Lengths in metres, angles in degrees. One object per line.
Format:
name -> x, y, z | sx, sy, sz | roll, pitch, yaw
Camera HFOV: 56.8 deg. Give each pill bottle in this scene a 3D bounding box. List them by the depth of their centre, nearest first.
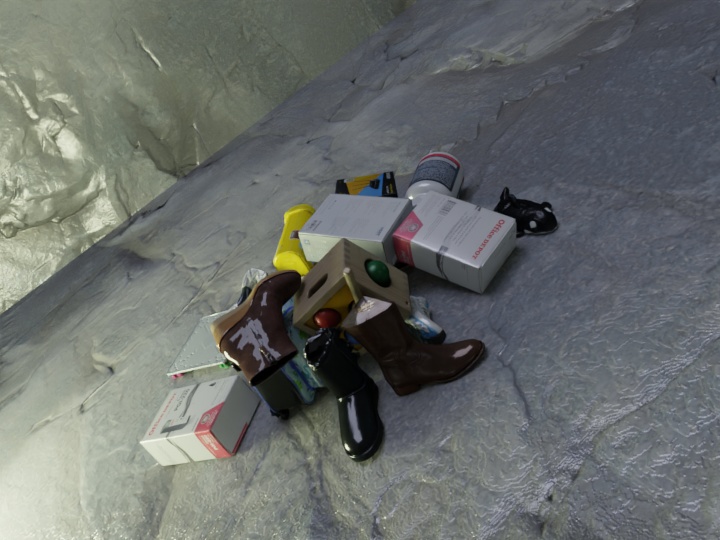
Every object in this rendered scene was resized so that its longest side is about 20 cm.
pill bottle -> 0.167, -0.175, 1.543 | 0.119, 0.120, 0.201 | -14, 33, 31

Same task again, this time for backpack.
backpack -> -0.133, 0.145, 1.290 | 0.146, 0.184, 0.201 | -22, 28, 21

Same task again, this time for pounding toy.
pounding toy -> -0.014, 0.049, 1.187 | 0.200, 0.183, 0.143 | -43, 32, 32

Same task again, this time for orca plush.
orca plush -> 0.328, -0.138, 1.368 | 0.105, 0.071, 0.200 | -29, 28, 7

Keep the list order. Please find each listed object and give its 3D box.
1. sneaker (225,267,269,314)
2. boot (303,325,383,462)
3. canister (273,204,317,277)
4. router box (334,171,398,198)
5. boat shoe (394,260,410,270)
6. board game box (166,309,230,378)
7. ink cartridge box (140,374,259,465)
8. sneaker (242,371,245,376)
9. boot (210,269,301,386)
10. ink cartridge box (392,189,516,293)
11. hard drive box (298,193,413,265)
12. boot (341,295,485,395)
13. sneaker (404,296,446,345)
sneaker -> -0.261, 0.099, 1.593 | 0.079, 0.130, 0.201 | 14, 79, 14
boot -> -0.031, 0.199, 1.117 | 0.073, 0.163, 0.199 | -25, 29, 17
canister -> -0.141, -0.048, 1.641 | 0.086, 0.149, 0.201 | -17, 34, 19
router box -> 0.015, -0.181, 1.598 | 0.148, 0.051, 0.200 | -9, 22, 3
boat shoe -> 0.108, -0.038, 1.445 | 0.199, 0.071, 0.063 | -21, 39, 27
board game box -> -0.362, 0.176, 1.649 | 0.199, 0.026, 0.201 | -15, 33, 30
ink cartridge box -> -0.324, 0.304, 1.347 | 0.199, 0.085, 0.146 | -18, 31, 30
sneaker -> -0.227, 0.191, 1.436 | 0.075, 0.114, 0.201 | -23, 61, -15
boot -> -0.149, 0.097, 1.158 | 0.200, 0.073, 0.166 | -37, 48, -17
ink cartridge box -> 0.186, -0.059, 1.310 | 0.199, 0.083, 0.147 | 24, 58, 30
hard drive box -> -0.004, -0.085, 1.403 | 0.199, 0.077, 0.156 | 7, 42, 28
boot -> 0.088, 0.105, 1.100 | 0.186, 0.201, 0.064 | -28, 28, 10
sneaker -> 0.105, 0.085, 1.257 | 0.086, 0.075, 0.200 | -37, 28, -19
